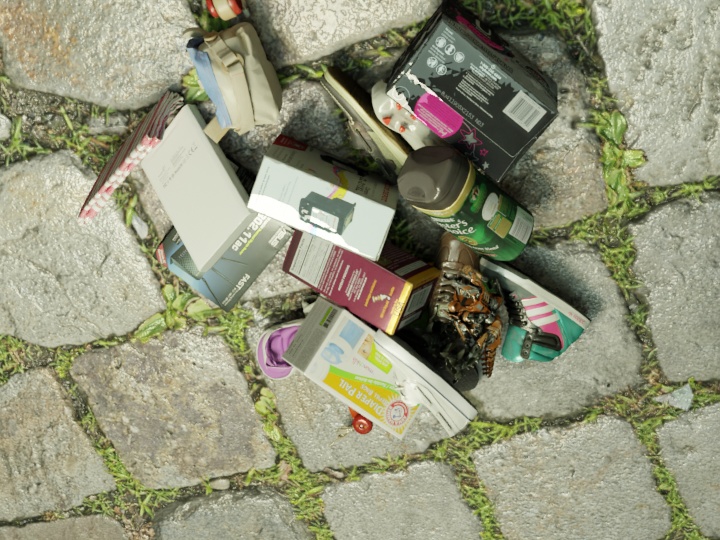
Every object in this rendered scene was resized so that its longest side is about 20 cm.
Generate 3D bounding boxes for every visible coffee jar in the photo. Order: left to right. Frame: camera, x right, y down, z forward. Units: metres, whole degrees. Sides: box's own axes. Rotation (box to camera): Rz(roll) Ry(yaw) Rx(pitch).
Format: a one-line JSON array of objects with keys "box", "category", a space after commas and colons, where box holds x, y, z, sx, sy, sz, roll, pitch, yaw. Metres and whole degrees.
[{"box": [0.143, -0.092, 1.514, 0.199, 0.086, 0.104, 33, 168, -38], "category": "coffee jar"}]

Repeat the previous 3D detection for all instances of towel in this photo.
[{"box": [-0.334, -0.160, 1.599, 0.030, 0.147, 0.200, 37, 120, -18], "category": "towel"}]

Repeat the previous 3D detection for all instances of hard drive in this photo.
[{"box": [-0.237, -0.120, 1.605, 0.132, 0.026, 0.202, -44, 67, 30], "category": "hard drive"}]

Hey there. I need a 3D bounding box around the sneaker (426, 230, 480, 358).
[{"box": [0.136, 0.039, 1.635, 0.069, 0.076, 0.203, 7, 121, 7], "category": "sneaker"}]

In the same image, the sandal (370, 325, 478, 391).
[{"box": [0.104, 0.125, 1.735, 0.198, 0.045, 0.075, 28, 129, -11], "category": "sandal"}]

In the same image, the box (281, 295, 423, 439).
[{"box": [0.001, 0.145, 1.636, 0.199, 0.101, 0.113, 36, 85, -25], "category": "box"}]

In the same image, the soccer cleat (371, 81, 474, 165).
[{"box": [0.091, -0.196, 1.548, 0.069, 0.078, 0.199, -41, 126, 17], "category": "soccer cleat"}]

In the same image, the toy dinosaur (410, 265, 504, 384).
[{"box": [0.162, 0.087, 1.583, 0.135, 0.102, 0.202, -37, 112, -14], "category": "toy dinosaur"}]

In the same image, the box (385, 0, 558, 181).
[{"box": [0.152, -0.245, 1.476, 0.199, 0.115, 0.132, 36, 119, -12], "category": "box"}]

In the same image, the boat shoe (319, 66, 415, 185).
[{"box": [0.007, -0.197, 1.554, 0.065, 0.074, 0.200, -38, 107, 22], "category": "boat shoe"}]

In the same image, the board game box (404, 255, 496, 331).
[{"box": [0.115, 0.034, 1.695, 0.197, 0.030, 0.097, -16, 116, 22], "category": "board game box"}]

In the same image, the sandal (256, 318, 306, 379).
[{"box": [-0.125, 0.125, 1.739, 0.083, 0.049, 0.202, 56, 144, 4], "category": "sandal"}]

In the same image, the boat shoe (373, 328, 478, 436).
[{"box": [0.083, 0.165, 1.580, 0.200, 0.074, 0.065, 42, 93, -15], "category": "boat shoe"}]

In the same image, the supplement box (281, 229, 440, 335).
[{"box": [0.000, 0.000, 1.604, 0.198, 0.110, 0.087, 29, 111, 19], "category": "supplement box"}]

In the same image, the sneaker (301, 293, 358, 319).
[{"box": [-0.056, 0.083, 1.739, 0.088, 0.074, 0.202, 29, 123, 14], "category": "sneaker"}]

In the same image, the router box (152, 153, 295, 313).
[{"box": [-0.203, -0.054, 1.683, 0.149, 0.062, 0.200, 36, 119, -11], "category": "router box"}]

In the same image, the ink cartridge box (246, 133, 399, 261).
[{"box": [-0.047, -0.106, 1.570, 0.197, 0.146, 0.084, 22, 109, -3], "category": "ink cartridge box"}]

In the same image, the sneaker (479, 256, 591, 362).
[{"box": [0.235, 0.070, 1.643, 0.198, 0.084, 0.122, 33, 95, -15], "category": "sneaker"}]

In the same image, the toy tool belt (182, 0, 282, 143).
[{"box": [-0.194, -0.281, 1.517, 0.121, 0.125, 0.203, -18, 115, 11], "category": "toy tool belt"}]

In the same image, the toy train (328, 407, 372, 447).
[{"box": [-0.014, 0.201, 1.789, 0.199, 0.085, 0.116, -34, 99, 26], "category": "toy train"}]
